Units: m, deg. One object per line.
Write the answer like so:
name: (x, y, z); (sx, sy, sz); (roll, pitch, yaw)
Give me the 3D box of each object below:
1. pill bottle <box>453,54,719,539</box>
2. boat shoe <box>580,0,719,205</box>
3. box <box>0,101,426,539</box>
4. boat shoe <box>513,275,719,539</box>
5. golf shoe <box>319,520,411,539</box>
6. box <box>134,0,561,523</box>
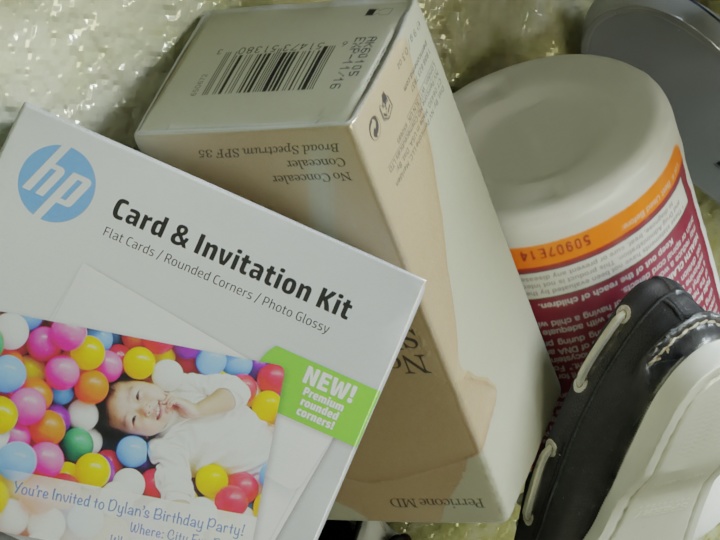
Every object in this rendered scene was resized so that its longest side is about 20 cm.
pill bottle: (0.096, 0.020, 1.153); (0.114, 0.114, 0.200); (-43, 132, -28)
boat shoe: (0.164, -0.079, 1.235); (0.200, 0.073, 0.065); (43, 43, -42)
box: (-0.086, 0.065, 0.952); (0.041, 0.156, 0.200); (112, 2, -84)
boat shoe: (0.095, 0.092, 1.098); (0.074, 0.060, 0.200); (-7, 133, -36)
golf shoe: (0.014, 0.139, 1.138); (0.200, 0.078, 0.095); (-2, 106, -48)
box: (0.000, 0.000, 1.039); (0.200, 0.095, 0.078); (66, 34, -35)
